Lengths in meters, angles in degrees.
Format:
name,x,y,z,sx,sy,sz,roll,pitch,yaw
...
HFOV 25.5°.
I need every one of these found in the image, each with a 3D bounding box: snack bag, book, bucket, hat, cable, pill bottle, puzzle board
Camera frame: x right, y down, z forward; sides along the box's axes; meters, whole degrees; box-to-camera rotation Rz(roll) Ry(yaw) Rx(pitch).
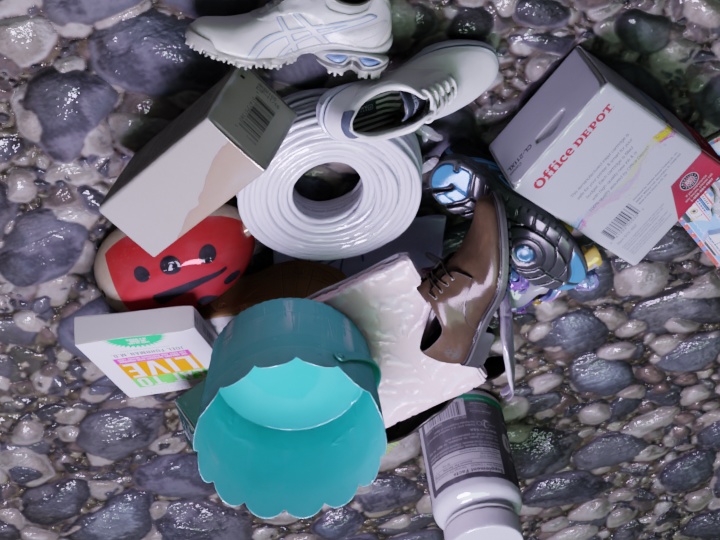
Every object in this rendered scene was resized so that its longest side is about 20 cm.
name,x,y,z,sx,sy,sz,roll,pitch,yaw
snack bag,0.000,0.000,1.793,0.197,0.022,0.190,-5,139,-4
book,-0.223,0.086,1.765,0.132,0.049,0.200,-6,160,8
bucket,-0.071,0.138,1.640,0.204,0.135,0.209,-1,124,-1
hat,0.077,0.124,1.877,0.199,0.200,0.081,-30,92,22
cable,-0.033,-0.094,1.634,0.199,0.070,0.200,26,124,-29
pill bottle,0.138,0.258,1.971,0.112,0.202,0.114,-5,140,-4
puzzle board,0.425,-0.085,1.779,0.150,0.018,0.200,-29,134,21

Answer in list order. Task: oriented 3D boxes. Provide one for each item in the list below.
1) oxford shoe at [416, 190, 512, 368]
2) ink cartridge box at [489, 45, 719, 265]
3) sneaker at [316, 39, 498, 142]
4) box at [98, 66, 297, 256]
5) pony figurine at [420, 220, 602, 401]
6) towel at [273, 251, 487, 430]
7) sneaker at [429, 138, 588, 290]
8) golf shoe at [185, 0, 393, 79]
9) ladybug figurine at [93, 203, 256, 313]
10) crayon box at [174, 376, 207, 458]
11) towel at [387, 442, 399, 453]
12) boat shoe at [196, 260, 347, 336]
name,x,y,z,sx,sy,sz,roll,pitch,yaw
oxford shoe,0.103,0.011,1.611,0.083,0.073,0.202,6,117,-13
ink cartridge box,0.255,-0.117,1.642,0.199,0.083,0.146,29,113,-34
sneaker,0.057,-0.165,1.535,0.198,0.071,0.074,-25,121,-19
box,-0.160,-0.105,1.548,0.078,0.095,0.199,41,136,-16
pony figurine,0.167,0.016,1.764,0.198,0.167,0.194,-25,132,-5
towel,0.010,0.089,1.711,0.198,0.032,0.192,-25,120,14
sneaker,0.163,-0.063,1.658,0.200,0.082,0.073,42,123,-10
golf shoe,-0.066,-0.239,1.493,0.197,0.078,0.098,1,116,-14
ladybug figurine,-0.198,-0.005,1.706,0.199,0.073,0.136,-26,135,23
crayon box,-0.115,0.136,1.840,0.199,0.052,0.126,-33,157,-15
towel,-0.058,0.209,2.017,0.143,0.023,0.199,-37,133,27
boat shoe,-0.095,0.040,1.761,0.198,0.071,0.070,-6,142,23
